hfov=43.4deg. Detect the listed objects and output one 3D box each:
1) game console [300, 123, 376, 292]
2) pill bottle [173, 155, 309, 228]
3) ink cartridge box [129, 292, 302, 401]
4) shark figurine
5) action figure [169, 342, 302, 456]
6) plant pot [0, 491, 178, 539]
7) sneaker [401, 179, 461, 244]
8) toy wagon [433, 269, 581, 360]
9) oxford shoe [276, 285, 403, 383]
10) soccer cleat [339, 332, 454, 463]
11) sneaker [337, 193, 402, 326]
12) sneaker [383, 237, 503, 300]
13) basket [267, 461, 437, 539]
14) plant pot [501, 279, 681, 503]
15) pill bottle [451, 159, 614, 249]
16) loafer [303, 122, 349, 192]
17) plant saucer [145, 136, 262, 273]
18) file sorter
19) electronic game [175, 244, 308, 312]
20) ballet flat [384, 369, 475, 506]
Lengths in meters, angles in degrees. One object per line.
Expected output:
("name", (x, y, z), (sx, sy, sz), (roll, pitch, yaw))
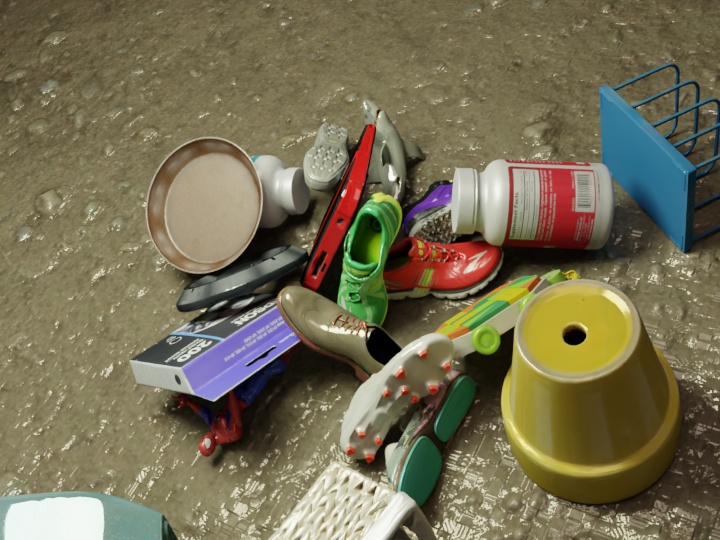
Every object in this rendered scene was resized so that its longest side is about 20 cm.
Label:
("game console", (-0.028, -0.082, 1.258), (0.031, 0.201, 0.178), (23, 42, -6))
("pill bottle", (-0.181, -0.120, 1.403), (0.197, 0.111, 0.112), (0, 51, 20))
("ink cartridge box", (-0.175, 0.092, 1.182), (0.197, 0.044, 0.198), (-34, 23, -36))
("shark figurine", (0.029, -0.134, 1.376), (0.089, 0.127, 0.218), (-18, 60, 40))
("action figure", (-0.165, 0.142, 1.180), (0.065, 0.099, 0.201), (-2, 49, 49))
("plant pot", (-0.292, 0.361, 0.985), (0.197, 0.198, 0.198), (-11, 47, 0))
("sneaker", (0.144, -0.103, 1.291), (0.198, 0.070, 0.100), (-24, 38, -3))
("toy wagon", (0.177, 0.047, 1.104), (0.198, 0.040, 0.155), (-33, 4, -8))
("oxford shoe", (-0.013, 0.074, 1.128), (0.199, 0.075, 0.071), (33, 54, -2))
("soccer cleat", (0.036, 0.139, 1.070), (0.201, 0.069, 0.078), (-53, 25, 22))
("sneaker", (0.000, 0.000, 1.173), (0.073, 0.203, 0.083), (15, 16, 20))
("sneaker", (0.093, -0.010, 1.218), (0.197, 0.085, 0.078), (-10, 49, 14))
("basket", (-0.026, 0.321, 0.946), (0.122, 0.136, 0.200), (23, 61, 37))
("plant pot", (0.242, 0.118, 0.979), (0.198, 0.190, 0.203), (-11, 48, 13))
("pill bottle", (0.221, -0.087, 1.183), (0.196, 0.113, 0.113), (2, 49, 0))
("loafer", (-0.051, -0.161, 1.386), (0.069, 0.071, 0.201), (14, 29, 1))
("plant saucer", (-0.226, -0.095, 1.339), (0.197, 0.034, 0.204), (-3, 82, 22))
("file sorter", (0.418, -0.156, 1.185), (0.121, 0.140, 0.201), (-24, 46, -6))
("electronic game", (-0.165, 0.013, 1.267), (0.197, 0.042, 0.200), (-21, 9, 3))
("ballet flat", (0.070, 0.199, 1.069), (0.070, 0.069, 0.201), (-3, 43, 42))
